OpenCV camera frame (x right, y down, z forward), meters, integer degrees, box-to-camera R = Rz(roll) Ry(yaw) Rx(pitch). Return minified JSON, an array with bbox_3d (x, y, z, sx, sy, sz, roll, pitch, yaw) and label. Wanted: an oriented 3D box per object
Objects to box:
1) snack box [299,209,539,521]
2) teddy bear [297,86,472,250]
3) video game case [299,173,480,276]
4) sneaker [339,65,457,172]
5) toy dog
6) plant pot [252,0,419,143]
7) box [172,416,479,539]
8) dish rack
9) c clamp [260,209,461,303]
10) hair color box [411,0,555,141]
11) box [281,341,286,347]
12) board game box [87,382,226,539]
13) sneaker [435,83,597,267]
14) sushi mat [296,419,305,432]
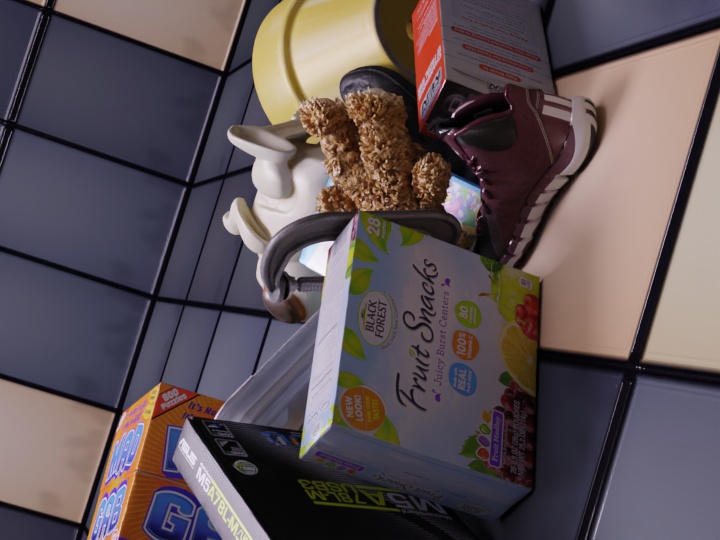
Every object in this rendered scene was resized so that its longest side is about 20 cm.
[{"bbox_3d":[0.050,0.072,1.236,0.068,0.168,0.201,128,156,-47],"label":"snack box"},{"bbox_3d":[0.019,-0.074,1.385,0.067,0.144,0.201,-67,-27,-44],"label":"teddy bear"},{"bbox_3d":[0.036,-0.036,1.502,0.200,0.018,0.144,29,103,39],"label":"video game case"},{"bbox_3d":[0.031,-0.141,1.587,0.104,0.199,0.060,-28,-42,-42],"label":"sneaker"},{"bbox_3d":[-0.050,-0.045,1.674,0.139,0.193,0.201,-29,-44,-51],"label":"toy dog"},{"bbox_3d":[0.012,-0.236,1.746,0.189,0.200,0.202,-20,52,54],"label":"plant pot"},{"bbox_3d":[-0.018,0.183,1.196,0.193,0.199,0.048,42,116,55],"label":"box"},{"bbox_3d":[-0.035,0.100,1.346,0.200,0.043,0.172,-46,-22,-16],"label":"dish rack"},{"bbox_3d":[0.000,0.000,1.354,0.171,0.199,0.027,-49,47,48],"label":"c clamp"},{"bbox_3d":[0.109,-0.185,1.448,0.200,0.110,0.064,-90,22,-52],"label":"hair color box"},{"bbox_3d":[-0.074,0.169,1.619,0.161,0.044,0.200,-64,-14,-9],"label":"box"},{"bbox_3d":[-0.178,0.264,1.789,0.200,0.199,0.201,145,141,-66],"label":"board game box"},{"bbox_3d":[0.104,-0.081,1.330,0.076,0.115,0.200,-89,23,-50],"label":"sneaker"},{"bbox_3d":[-0.049,0.189,1.315,0.012,0.096,0.200,34,91,44],"label":"sushi mat"}]
